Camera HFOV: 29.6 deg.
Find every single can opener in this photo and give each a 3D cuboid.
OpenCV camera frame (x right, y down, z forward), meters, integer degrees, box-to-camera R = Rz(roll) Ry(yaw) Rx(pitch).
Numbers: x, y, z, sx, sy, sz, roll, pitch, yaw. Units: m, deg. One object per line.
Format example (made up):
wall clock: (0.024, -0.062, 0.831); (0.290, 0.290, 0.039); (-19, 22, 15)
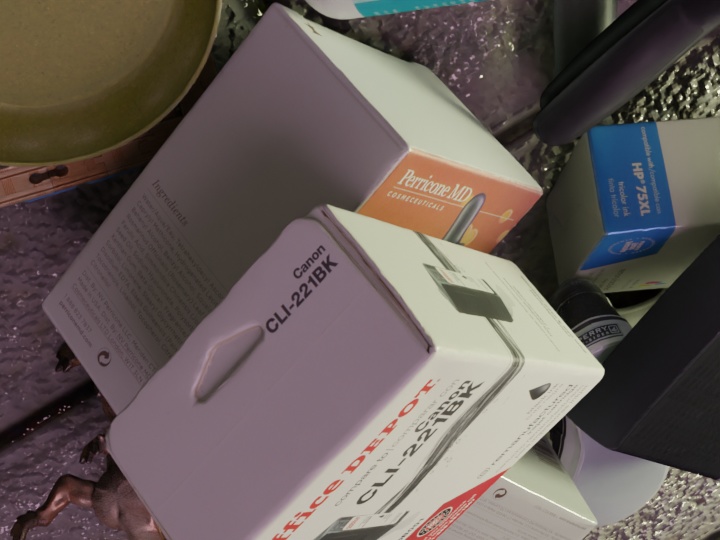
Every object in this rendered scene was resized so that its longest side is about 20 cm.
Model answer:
can opener: (0.159, -0.133, 0.680); (0.079, 0.063, 0.200); (43, 131, -3)
can opener: (0.109, -0.162, 0.729); (0.066, 0.053, 0.200); (3, 133, 20)

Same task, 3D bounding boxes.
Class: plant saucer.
plant saucer: (-0.161, -0.139, 0.612); (0.199, 0.031, 0.201); (-1, 126, -1)

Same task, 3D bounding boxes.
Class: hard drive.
hard drive: (0.222, 0.036, 0.753); (0.135, 0.042, 0.200); (19, 121, -36)

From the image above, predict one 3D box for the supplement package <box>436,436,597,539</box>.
supplement package: (0.019, 0.163, 0.809); (0.109, 0.114, 0.200); (30, 110, -34)

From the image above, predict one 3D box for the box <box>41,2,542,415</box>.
box: (-0.033, -0.012, 0.694); (0.200, 0.106, 0.152); (-49, 154, 19)

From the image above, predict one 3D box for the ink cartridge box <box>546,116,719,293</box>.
ink cartridge box: (0.221, -0.040, 0.801); (0.199, 0.067, 0.116); (-5, 162, -6)

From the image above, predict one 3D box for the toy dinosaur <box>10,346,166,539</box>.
toy dinosaur: (-0.113, 0.110, 0.793); (0.135, 0.201, 0.086); (25, 150, -34)

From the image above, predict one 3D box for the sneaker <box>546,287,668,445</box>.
sneaker: (0.161, 0.053, 0.908); (0.081, 0.077, 0.200); (36, 108, -21)

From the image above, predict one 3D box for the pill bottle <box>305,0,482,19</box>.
pill bottle: (0.032, -0.175, 0.616); (0.199, 0.111, 0.111); (-6, 133, 12)

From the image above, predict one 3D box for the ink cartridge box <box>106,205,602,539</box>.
ink cartridge box: (0.005, 0.061, 0.621); (0.144, 0.084, 0.200); (-47, 154, 16)

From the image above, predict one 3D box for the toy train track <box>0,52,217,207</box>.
toy train track: (-0.123, -0.071, 0.709); (0.199, 0.033, 0.115); (-18, 133, -7)

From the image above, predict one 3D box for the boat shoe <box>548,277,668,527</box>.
boat shoe: (0.143, 0.085, 0.846); (0.073, 0.068, 0.200); (-21, 136, 1)
